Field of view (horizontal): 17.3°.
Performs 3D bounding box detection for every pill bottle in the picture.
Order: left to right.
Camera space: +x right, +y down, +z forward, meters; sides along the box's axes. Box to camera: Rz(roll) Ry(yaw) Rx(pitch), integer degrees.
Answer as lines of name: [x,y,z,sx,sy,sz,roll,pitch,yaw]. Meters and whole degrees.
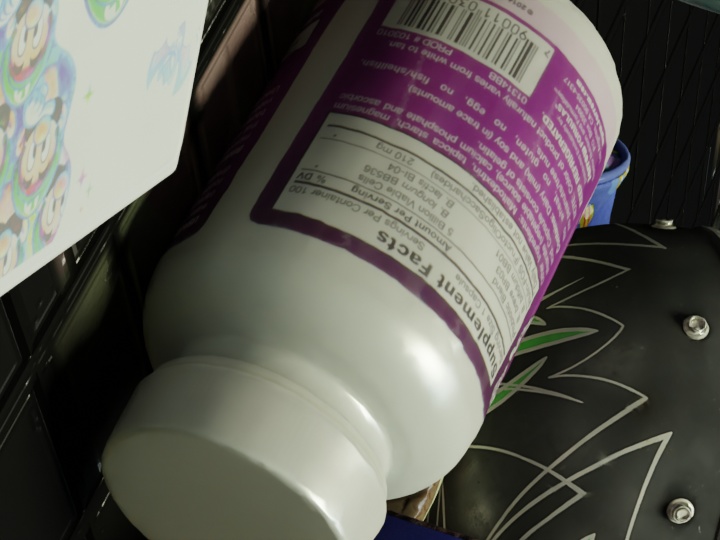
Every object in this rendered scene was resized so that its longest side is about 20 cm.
pill bottle: [0.000,0.000,0.742,0.113,0.112,0.200,89,25,-53]

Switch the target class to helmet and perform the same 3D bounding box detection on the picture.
helmet: [0.110,0.074,0.975,0.190,0.200,0.201,26,82,-36]

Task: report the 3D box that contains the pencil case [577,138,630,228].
pencil case: [0.070,0.017,1.095,0.087,0.078,0.201,-42,149,-49]

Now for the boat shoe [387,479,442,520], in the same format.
boat shoe: [0.008,0.039,0.926,0.076,0.071,0.201,-108,-142,-88]

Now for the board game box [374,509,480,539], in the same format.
board game box: [0.035,0.195,0.827,0.097,0.159,0.201,-38,115,-24]

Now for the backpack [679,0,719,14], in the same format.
backpack: [0.196,-0.192,1.098,0.151,0.177,0.200,-69,164,-1]

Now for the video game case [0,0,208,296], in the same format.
video game case: [-0.076,-0.077,0.539,0.200,0.024,0.183,-44,150,-61]
